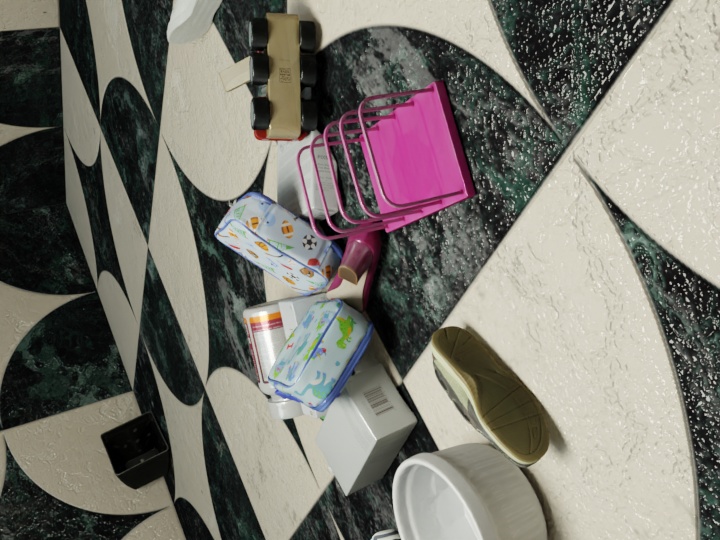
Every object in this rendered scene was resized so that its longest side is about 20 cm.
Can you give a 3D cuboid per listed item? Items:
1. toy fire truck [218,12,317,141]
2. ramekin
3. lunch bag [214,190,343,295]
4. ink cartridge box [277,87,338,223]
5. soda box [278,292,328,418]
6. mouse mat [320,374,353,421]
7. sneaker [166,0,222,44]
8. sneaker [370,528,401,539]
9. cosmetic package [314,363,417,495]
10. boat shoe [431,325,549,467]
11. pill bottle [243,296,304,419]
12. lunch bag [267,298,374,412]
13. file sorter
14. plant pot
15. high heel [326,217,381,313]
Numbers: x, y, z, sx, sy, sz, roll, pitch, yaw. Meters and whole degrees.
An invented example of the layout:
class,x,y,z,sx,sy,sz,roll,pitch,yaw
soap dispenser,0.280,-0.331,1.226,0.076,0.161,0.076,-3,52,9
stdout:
class,x,y,z,sx,sy,sz,roll,pitch,yaw
toy fire truck,-0.147,-0.284,1.173,0.200,0.127,0.178,-177,85,-76
ramekin,0.136,0.311,0.934,0.200,0.104,0.202,34,131,50
lunch bag,-0.134,-0.043,1.208,0.199,0.076,0.160,36,159,-14
ink cartridge box,-0.088,-0.174,1.216,0.162,0.057,0.202,-20,65,62
soda box,-0.079,0.142,1.287,0.064,0.068,0.202,-5,98,63
mouse mat,-0.057,0.185,1.348,0.200,0.007,0.162,-30,76,62
sneaker,-0.325,-0.525,1.443,0.200,0.073,0.117,-27,77,52
sneaker,0.068,0.529,1.201,0.129,0.079,0.201,-152,63,-65
cosmetic package,0.004,0.253,1.187,0.113,0.081,0.201,57,148,26
boat shoe,0.149,0.153,0.897,0.201,0.071,0.066,53,155,37
pill bottle,-0.138,0.156,1.360,0.109,0.109,0.202,-6,97,62
lunch bag,-0.064,0.129,1.148,0.082,0.161,0.200,35,166,-13
file sorter,0.019,-0.125,0.936,0.200,0.125,0.140,-20,85,62
plant pot,-0.805,0.676,2.773,0.200,0.199,0.178,49,155,40
high heel,0.000,0.000,1.136,0.067,0.097,0.200,28,157,3
